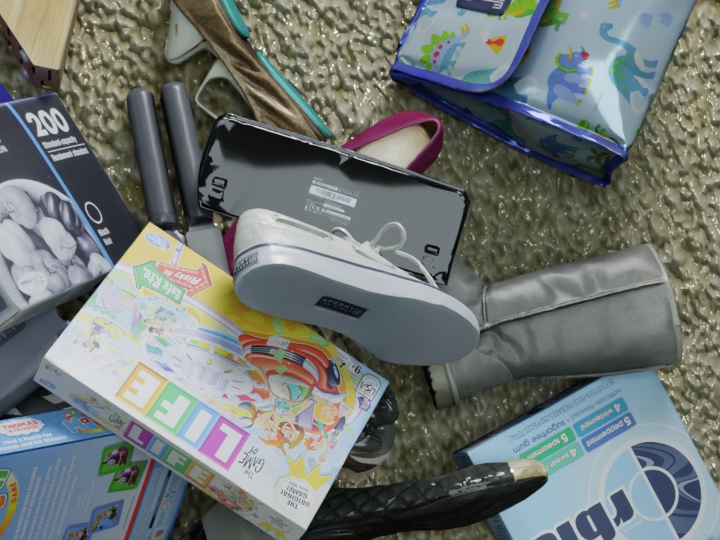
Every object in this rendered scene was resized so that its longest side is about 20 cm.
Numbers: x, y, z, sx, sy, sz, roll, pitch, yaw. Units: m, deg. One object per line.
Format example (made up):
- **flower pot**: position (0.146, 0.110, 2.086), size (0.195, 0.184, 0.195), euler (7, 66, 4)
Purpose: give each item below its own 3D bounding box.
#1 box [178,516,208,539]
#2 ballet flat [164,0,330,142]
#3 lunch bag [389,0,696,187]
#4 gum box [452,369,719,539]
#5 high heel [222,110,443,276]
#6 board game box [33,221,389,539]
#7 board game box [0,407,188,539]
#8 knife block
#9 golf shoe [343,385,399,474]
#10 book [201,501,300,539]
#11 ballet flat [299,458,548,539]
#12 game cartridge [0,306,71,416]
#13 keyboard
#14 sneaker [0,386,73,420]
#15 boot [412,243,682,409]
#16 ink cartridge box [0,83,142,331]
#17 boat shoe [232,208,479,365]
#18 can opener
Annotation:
- **box**: position (-0.063, 0.272, 1.011), size (0.049, 0.161, 0.200), euler (-42, 91, 2)
- **ballet flat**: position (-0.104, -0.160, 1.122), size (0.072, 0.068, 0.200), euler (-34, 94, 5)
- **lunch bag**: position (0.144, -0.188, 1.147), size (0.200, 0.127, 0.170), euler (25, 80, 6)
- **gum box**: position (0.194, 0.191, 1.138), size (0.170, 0.045, 0.200), euler (-27, 89, -14)
- **high heel**: position (-0.023, -0.054, 1.100), size (0.200, 0.096, 0.067), euler (-30, 89, -14)
- **board game box**: position (-0.095, 0.074, 0.970), size (0.200, 0.034, 0.135), euler (33, 52, -3)
- **board game box**: position (-0.206, 0.160, 0.972), size (0.200, 0.151, 0.037), euler (-7, 39, -44)
- **knife block**: position (-0.222, -0.263, 1.103), size (0.175, 0.064, 0.200), euler (-33, 90, -14)
- **golf shoe**: position (-0.063, 0.090, 1.085), size (0.200, 0.095, 0.078), euler (34, 63, 21)
- **book**: position (-0.022, 0.249, 1.009), size (0.048, 0.134, 0.200), euler (-44, 110, 4)
- **ballet flat**: position (0.039, 0.164, 1.078), size (0.200, 0.066, 0.057), euler (-12, 58, 3)
- **game cartridge**: position (-0.307, 0.029, 1.015), size (0.200, 0.041, 0.133), euler (41, 56, 18)
- **keyboard**: position (-0.026, -0.039, 1.078), size (0.200, 0.040, 0.104), euler (18, 78, -3)
- **sneaker**: position (-0.214, 0.124, 1.053), size (0.200, 0.073, 0.112), euler (12, 83, -2)
- **boot**: position (0.133, 0.009, 1.122), size (0.200, 0.073, 0.182), euler (-16, 87, -1)
- **ink cartridge box**: position (-0.249, -0.067, 1.011), size (0.043, 0.198, 0.200), euler (-35, 90, 22)
- **boat shoe**: position (-0.003, 0.002, 1.014), size (0.202, 0.075, 0.086), euler (18, 45, -30)
- **can opener**: position (-0.134, -0.051, 1.074), size (0.053, 0.067, 0.200), euler (-11, 74, -8)
